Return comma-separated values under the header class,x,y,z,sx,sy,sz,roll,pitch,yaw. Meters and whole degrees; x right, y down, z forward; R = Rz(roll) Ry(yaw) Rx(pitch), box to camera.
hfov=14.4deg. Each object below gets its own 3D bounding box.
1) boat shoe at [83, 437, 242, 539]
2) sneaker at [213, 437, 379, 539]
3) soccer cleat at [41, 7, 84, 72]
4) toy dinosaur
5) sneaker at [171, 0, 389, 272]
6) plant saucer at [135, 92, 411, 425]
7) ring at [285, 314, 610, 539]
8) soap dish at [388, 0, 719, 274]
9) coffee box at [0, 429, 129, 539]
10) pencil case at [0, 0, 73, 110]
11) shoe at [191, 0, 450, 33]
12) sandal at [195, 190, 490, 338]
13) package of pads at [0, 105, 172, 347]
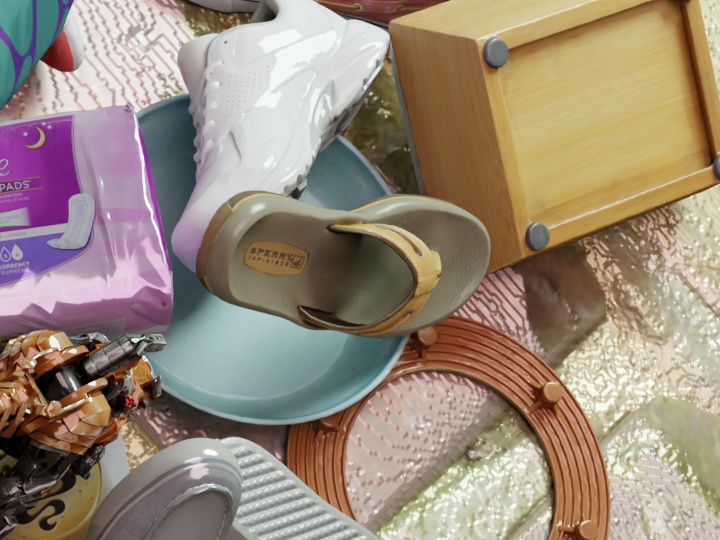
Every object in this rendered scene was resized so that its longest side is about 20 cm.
class,x,y,z,sx,sy,sz,roll,pitch,yaw
boat shoe,-0.111,0.176,1.388,0.070,0.201,0.072,20,21,-39
sneaker,-0.042,0.162,1.500,0.200,0.082,0.074,50,43,-25
soccer cleat,-0.189,-0.204,1.580,0.085,0.069,0.200,-25,76,-22
toy dinosaur,-0.162,0.064,1.339,0.200,0.136,0.102,34,26,-60
sneaker,-0.066,-0.078,1.547,0.099,0.078,0.200,31,48,1
plant saucer,-0.066,-0.002,1.566,0.200,0.036,0.200,10,61,-19
ring,0.053,0.115,1.588,0.200,0.019,0.201,9,66,-21
soap dish,0.121,-0.092,1.641,0.200,0.081,0.158,-21,104,-33
coffee box,-0.219,0.117,1.422,0.200,0.080,0.113,-4,72,-27
pencil case,-0.204,-0.122,1.435,0.092,0.200,0.085,-3,110,9
shoe,-0.022,-0.188,1.637,0.200,0.091,0.072,13,64,-20
sandal,0.000,0.000,1.504,0.200,0.054,0.081,6,104,-46
package of pads,-0.202,-0.011,1.454,0.199,0.076,0.121,-9,70,-13
